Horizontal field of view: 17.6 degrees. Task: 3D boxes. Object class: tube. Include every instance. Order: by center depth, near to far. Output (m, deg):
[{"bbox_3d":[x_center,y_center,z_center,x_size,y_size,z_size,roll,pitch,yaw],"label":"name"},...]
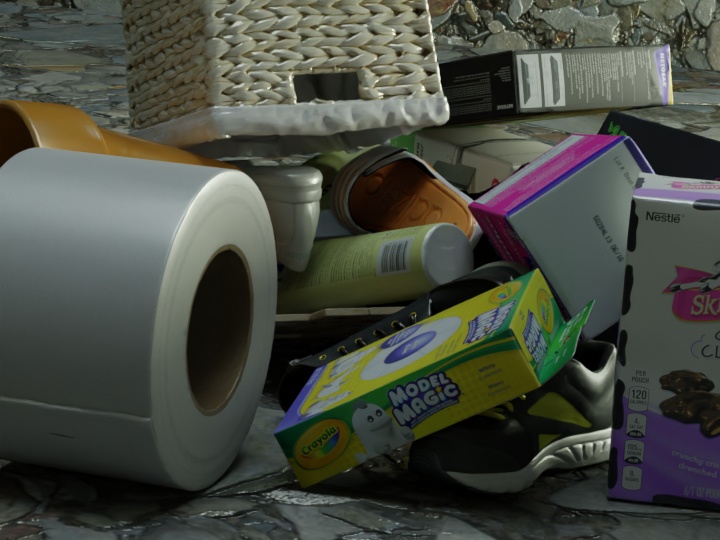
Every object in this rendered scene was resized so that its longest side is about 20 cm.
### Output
[{"bbox_3d":[0.000,0.000,1.731,0.058,0.052,0.200,-12,2,-42],"label":"tube"},{"bbox_3d":[-0.034,-0.070,1.910,0.052,0.058,0.200,12,13,19],"label":"tube"}]

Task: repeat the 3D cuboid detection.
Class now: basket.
[{"bbox_3d":[-0.065,-0.171,1.778,0.197,0.162,0.200,-5,-3,-25],"label":"basket"}]

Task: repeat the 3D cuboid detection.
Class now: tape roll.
[{"bbox_3d":[-0.150,0.029,1.454,0.139,0.204,0.203,7,13,18],"label":"tape roll"}]

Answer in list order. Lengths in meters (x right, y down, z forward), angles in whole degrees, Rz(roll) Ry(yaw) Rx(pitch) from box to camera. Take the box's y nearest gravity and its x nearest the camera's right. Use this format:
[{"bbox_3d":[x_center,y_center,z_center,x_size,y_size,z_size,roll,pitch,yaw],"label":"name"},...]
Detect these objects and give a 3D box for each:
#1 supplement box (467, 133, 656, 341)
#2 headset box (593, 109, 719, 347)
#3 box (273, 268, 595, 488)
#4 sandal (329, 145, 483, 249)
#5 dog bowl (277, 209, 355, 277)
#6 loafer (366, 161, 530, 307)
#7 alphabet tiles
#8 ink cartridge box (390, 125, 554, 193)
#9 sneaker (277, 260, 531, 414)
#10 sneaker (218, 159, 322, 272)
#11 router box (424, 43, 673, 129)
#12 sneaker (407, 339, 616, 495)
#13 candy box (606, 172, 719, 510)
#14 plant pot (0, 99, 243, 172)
[{"bbox_3d":[0.152,-0.027,1.605,0.103,0.101,0.200,-33,5,-1],"label":"supplement box"},{"bbox_3d":[0.228,-0.016,1.771,0.093,0.175,0.200,29,-1,-30],"label":"headset box"},{"bbox_3d":[0.051,0.063,1.471,0.199,0.048,0.117,-23,12,19],"label":"box"},{"bbox_3d":[0.026,-0.060,1.783,0.059,0.079,0.207,37,-5,-31],"label":"sandal"},{"bbox_3d":[-0.067,-0.010,1.930,0.199,0.079,0.200,2,13,-1],"label":"dog bowl"},{"bbox_3d":[0.079,-0.029,1.807,0.200,0.071,0.073,-33,36,17],"label":"loafer"},{"bbox_3d":[-0.009,0.041,1.730,0.167,0.008,0.200,-1,-6,-18],"label":"alphabet tiles"},{"bbox_3d":[0.104,-0.038,1.943,0.084,0.146,0.200,-4,14,-28],"label":"ink cartridge box"},{"bbox_3d":[0.036,0.060,1.569,0.106,0.075,0.200,-19,-9,-42],"label":"sneaker"},{"bbox_3d":[-0.098,-0.040,1.792,0.075,0.089,0.200,-7,10,-30],"label":"sneaker"},{"bbox_3d":[0.132,-0.149,1.897,0.157,0.052,0.200,-6,2,-31],"label":"router box"},{"bbox_3d":[0.100,0.090,1.510,0.074,0.085,0.200,12,15,38],"label":"sneaker"},{"bbox_3d":[0.246,0.048,1.464,0.167,0.201,0.072,5,15,10],"label":"candy box"},{"bbox_3d":[-0.178,-0.018,1.681,0.183,0.201,0.200,1,12,-29],"label":"plant pot"}]
